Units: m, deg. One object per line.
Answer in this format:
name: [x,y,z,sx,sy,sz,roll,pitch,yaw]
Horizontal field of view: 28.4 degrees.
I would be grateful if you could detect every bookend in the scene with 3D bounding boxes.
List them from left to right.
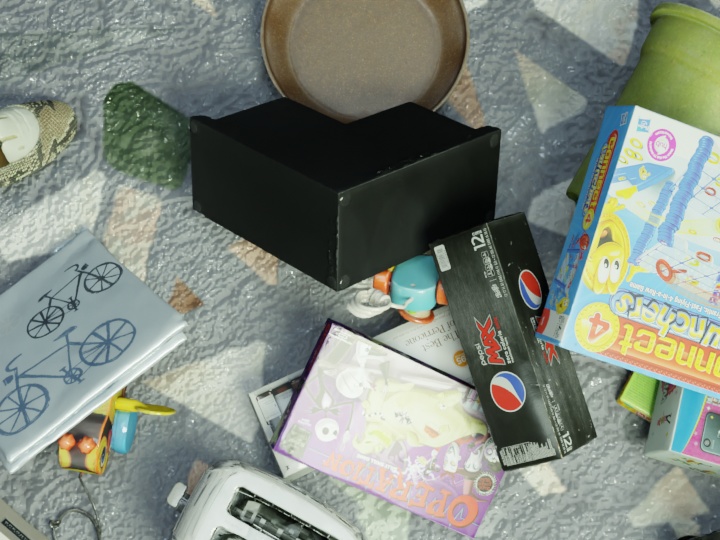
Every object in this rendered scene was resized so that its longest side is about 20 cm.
bookend: [-0.015,-0.089,1.260,0.198,0.093,0.199,-24,39,-38]

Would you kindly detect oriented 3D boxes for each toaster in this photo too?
toaster: [-0.070,0.235,1.181,0.198,0.129,0.114,29,77,6]

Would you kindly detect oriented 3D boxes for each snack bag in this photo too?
snack bag: [-0.265,0.062,1.221,0.188,0.022,0.200,-39,44,-14]

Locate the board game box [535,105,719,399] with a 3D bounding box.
board game box: [0.265,-0.008,1.146,0.198,0.056,0.198,17,91,-14]

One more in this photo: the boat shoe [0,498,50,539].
boat shoe: [-0.300,0.271,1.205,0.200,0.075,0.093,42,98,6]

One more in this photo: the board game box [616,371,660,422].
board game box: [0.319,0.056,1.290,0.095,0.030,0.201,30,79,5]

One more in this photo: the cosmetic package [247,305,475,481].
cosmetic package: [0.007,0.108,1.256,0.198,0.051,0.083,-24,79,-8]

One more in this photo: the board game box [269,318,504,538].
board game box: [0.035,0.136,1.216,0.198,0.032,0.121,25,96,-14]

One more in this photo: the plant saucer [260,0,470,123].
plant saucer: [0.004,-0.217,1.348,0.198,0.037,0.203,1,75,-2]

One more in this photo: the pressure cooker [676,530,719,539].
pressure cooker: [0.354,0.300,1.153,0.177,0.176,0.202,-7,76,-20]

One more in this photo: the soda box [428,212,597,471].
soda box: [0.128,0.059,1.183,0.063,0.070,0.202,-18,88,36]

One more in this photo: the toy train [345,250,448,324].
toy train: [0.000,0.000,1.258,0.149,0.056,0.200,-14,35,-24]

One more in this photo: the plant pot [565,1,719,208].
plant pot: [0.287,-0.101,1.260,0.200,0.200,0.185,37,89,8]

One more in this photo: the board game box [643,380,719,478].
board game box: [0.361,0.115,1.238,0.198,0.064,0.149,16,78,-7]

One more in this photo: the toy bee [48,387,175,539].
toy bee: [-0.223,0.131,1.215,0.129,0.109,0.202,-12,75,-5]

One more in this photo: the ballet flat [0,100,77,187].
ballet flat: [-0.351,-0.103,1.289,0.198,0.075,0.068,-28,77,-8]
